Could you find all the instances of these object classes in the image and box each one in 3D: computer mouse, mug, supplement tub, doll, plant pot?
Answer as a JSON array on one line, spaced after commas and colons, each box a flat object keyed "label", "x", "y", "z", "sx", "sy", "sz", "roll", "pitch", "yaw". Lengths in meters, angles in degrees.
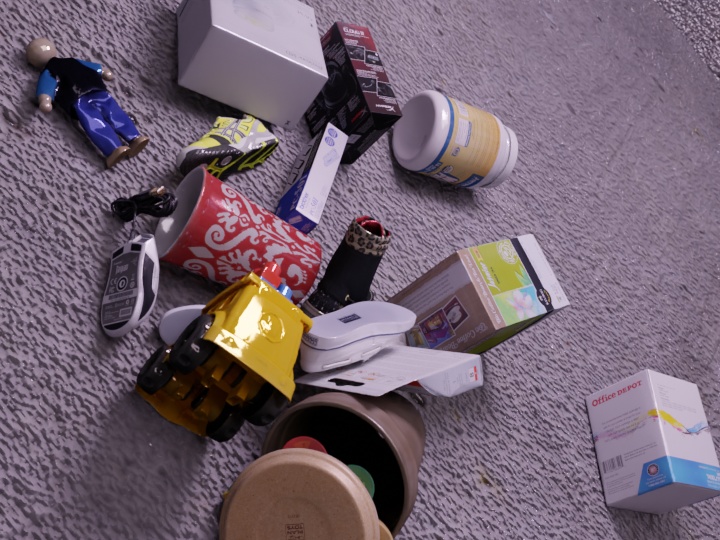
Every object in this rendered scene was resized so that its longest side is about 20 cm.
[{"label": "computer mouse", "x": -0.282, "y": -0.007, "z": 1.068, "sx": 0.044, "sy": 0.109, "sz": 0.201, "roll": 32, "pitch": 55, "yaw": -51}, {"label": "mug", "x": -0.159, "y": -0.052, "z": 1.162, "sx": 0.200, "sy": 0.133, "sz": 0.178, "roll": 28, "pitch": 50, "yaw": -27}, {"label": "supplement tub", "x": 0.174, "y": -0.232, "z": 1.545, "sx": 0.199, "sy": 0.145, "sz": 0.145, "roll": 13, "pitch": 55, "yaw": -33}, {"label": "doll", "x": -0.382, "y": -0.236, "z": 1.152, "sx": 0.200, "sy": 0.048, "sz": 0.136, "roll": 51, "pitch": 42, "yaw": -2}, {"label": "plant pot", "x": 0.000, "y": 0.235, "z": 1.082, "sx": 0.200, "sy": 0.200, "sz": 0.173, "roll": 56, "pitch": 26, "yaw": 5}]

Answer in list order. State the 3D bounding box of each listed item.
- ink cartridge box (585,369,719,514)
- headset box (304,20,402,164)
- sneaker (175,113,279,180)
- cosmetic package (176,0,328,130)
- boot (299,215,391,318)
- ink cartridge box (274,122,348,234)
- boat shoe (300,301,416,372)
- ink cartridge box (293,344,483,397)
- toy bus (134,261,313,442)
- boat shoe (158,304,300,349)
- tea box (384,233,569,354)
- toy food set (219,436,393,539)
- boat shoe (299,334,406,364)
[{"label": "ink cartridge box", "x": 0.509, "y": 0.300, "z": 1.474, "sx": 0.146, "sy": 0.147, "sz": 0.201, "roll": 17, "pitch": 54, "yaw": -30}, {"label": "headset box", "x": -0.030, "y": -0.303, "z": 1.419, "sx": 0.077, "sy": 0.149, "sz": 0.201, "roll": -1, "pitch": 63, "yaw": -41}, {"label": "sneaker", "x": -0.208, "y": -0.183, "z": 1.256, "sx": 0.076, "sy": 0.075, "sz": 0.200, "roll": 49, "pitch": 33, "yaw": 9}, {"label": "cosmetic package", "x": -0.173, "y": -0.355, "z": 1.327, "sx": 0.199, "sy": 0.123, "sz": 0.201, "roll": 18, "pitch": 43, "yaw": -31}, {"label": "boot", "x": 0.001, "y": 0.001, "z": 1.205, "sx": 0.073, "sy": 0.154, "sz": 0.203, "roll": 34, "pitch": 15, "yaw": 14}, {"label": "ink cartridge box", "x": -0.081, "y": -0.128, "z": 1.300, "sx": 0.044, "sy": 0.094, "sz": 0.201, "roll": 32, "pitch": 46, "yaw": -19}, {"label": "boat shoe", "x": -0.006, "y": 0.088, "z": 1.128, "sx": 0.199, "sy": 0.066, "sz": 0.073, "roll": -8, "pitch": 30, "yaw": -43}, {"label": "ink cartridge box", "x": 0.038, "y": 0.146, "z": 1.103, "sx": 0.199, "sy": 0.162, "sz": 0.050, "roll": -16, "pitch": 103, "yaw": -43}, {"label": "toy bus", "x": -0.154, "y": 0.085, "z": 1.015, "sx": 0.136, "sy": 0.200, "sz": 0.192, "roll": 39, "pitch": 46, "yaw": -21}, {"label": "boat shoe", "x": -0.166, "y": 0.070, "z": 1.119, "sx": 0.199, "sy": 0.070, "sz": 0.066, "roll": -1, "pitch": 17, "yaw": -18}, {"label": "tea box", "x": 0.173, "y": 0.056, "z": 1.315, "sx": 0.196, "sy": 0.200, "sz": 0.134, "roll": -14, "pitch": 72, "yaw": -45}, {"label": "toy food set", "x": -0.069, "y": 0.300, "z": 0.983, "sx": 0.049, "sy": 0.199, "sz": 0.199, "roll": 20, "pitch": 47, "yaw": -78}, {"label": "boat shoe", "x": 0.001, "y": 0.124, "z": 1.221, "sx": 0.199, "sy": 0.071, "sz": 0.070, "roll": -15, "pitch": 79, "yaw": -43}]
